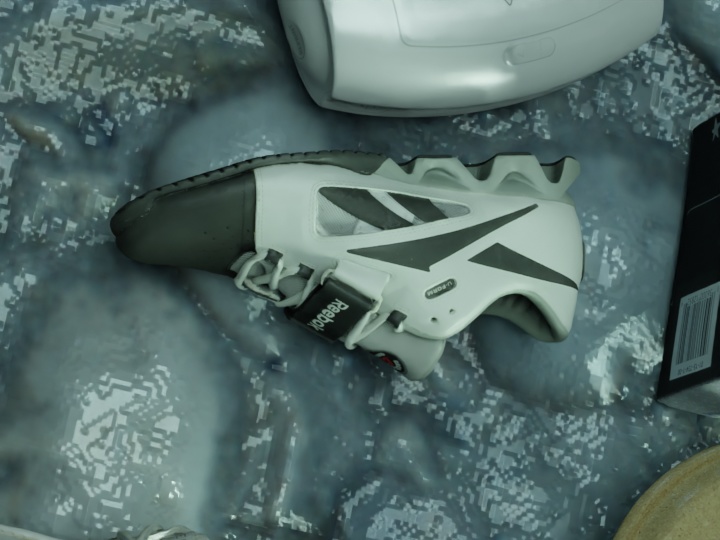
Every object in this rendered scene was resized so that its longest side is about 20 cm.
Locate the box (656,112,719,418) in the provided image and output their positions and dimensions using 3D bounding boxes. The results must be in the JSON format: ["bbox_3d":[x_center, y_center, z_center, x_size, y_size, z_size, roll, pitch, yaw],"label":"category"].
[{"bbox_3d":[0.215,-0.007,1.089,0.115,0.200,0.132,12,77,-13],"label":"box"}]

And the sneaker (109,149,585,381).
[{"bbox_3d":[0.000,0.000,1.091,0.200,0.074,0.089,-1,78,-16],"label":"sneaker"}]

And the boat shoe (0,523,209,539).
[{"bbox_3d":[-0.077,0.127,1.035,0.200,0.071,0.069,22,114,-19],"label":"boat shoe"}]

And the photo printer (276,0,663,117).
[{"bbox_3d":[0.034,-0.165,1.134,0.166,0.069,0.200,-13,84,-19],"label":"photo printer"}]

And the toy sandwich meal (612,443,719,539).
[{"bbox_3d":[0.167,0.168,1.117,0.205,0.070,0.205,5,74,-18],"label":"toy sandwich meal"}]
